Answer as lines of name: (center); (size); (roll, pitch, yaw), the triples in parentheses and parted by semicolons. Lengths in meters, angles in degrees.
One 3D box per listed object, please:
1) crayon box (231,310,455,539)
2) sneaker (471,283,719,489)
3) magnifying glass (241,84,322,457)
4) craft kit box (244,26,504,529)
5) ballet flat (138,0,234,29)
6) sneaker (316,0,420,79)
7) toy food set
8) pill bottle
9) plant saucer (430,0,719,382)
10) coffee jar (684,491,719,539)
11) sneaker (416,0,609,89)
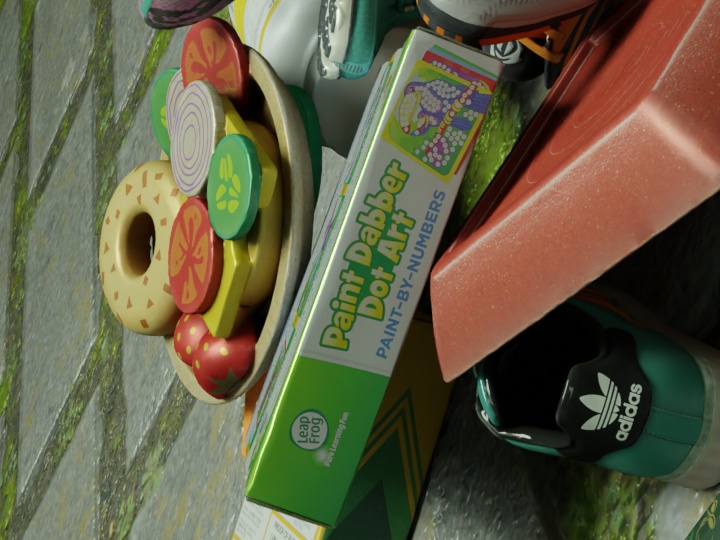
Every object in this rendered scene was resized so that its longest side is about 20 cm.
crayon box: (-0.005, 0.081, 0.991); (0.126, 0.051, 0.201); (-157, 83, -69)
sneaker: (0.078, 0.036, 0.766); (0.200, 0.079, 0.072); (-162, 88, -70)
magnifying glass: (-0.048, 0.001, 0.999); (0.079, 0.022, 0.202); (6, 95, 62)
craft kit box: (0.000, 0.000, 0.830); (0.198, 0.048, 0.201); (-111, 41, -88)
ballet flat: (-0.056, -0.184, 1.006); (0.200, 0.069, 0.071); (-41, -5, -45)
sneaker: (0.031, -0.165, 0.967); (0.078, 0.079, 0.200); (106, -170, -45)
toy food set: (-0.082, -0.030, 0.996); (0.200, 0.048, 0.199); (55, 135, 51)
pill bottle: (-0.010, -0.138, 1.081); (0.113, 0.111, 0.200); (-65, 24, 21)
plant saucer: (0.109, -0.069, 0.715); (0.200, 0.037, 0.200); (-55, 8, -34)
coffee jar: (0.116, 0.143, 0.582); (0.200, 0.085, 0.105); (-56, 30, 37)
sneaker: (0.077, -0.120, 0.834); (0.200, 0.077, 0.112); (-38, -20, -46)
